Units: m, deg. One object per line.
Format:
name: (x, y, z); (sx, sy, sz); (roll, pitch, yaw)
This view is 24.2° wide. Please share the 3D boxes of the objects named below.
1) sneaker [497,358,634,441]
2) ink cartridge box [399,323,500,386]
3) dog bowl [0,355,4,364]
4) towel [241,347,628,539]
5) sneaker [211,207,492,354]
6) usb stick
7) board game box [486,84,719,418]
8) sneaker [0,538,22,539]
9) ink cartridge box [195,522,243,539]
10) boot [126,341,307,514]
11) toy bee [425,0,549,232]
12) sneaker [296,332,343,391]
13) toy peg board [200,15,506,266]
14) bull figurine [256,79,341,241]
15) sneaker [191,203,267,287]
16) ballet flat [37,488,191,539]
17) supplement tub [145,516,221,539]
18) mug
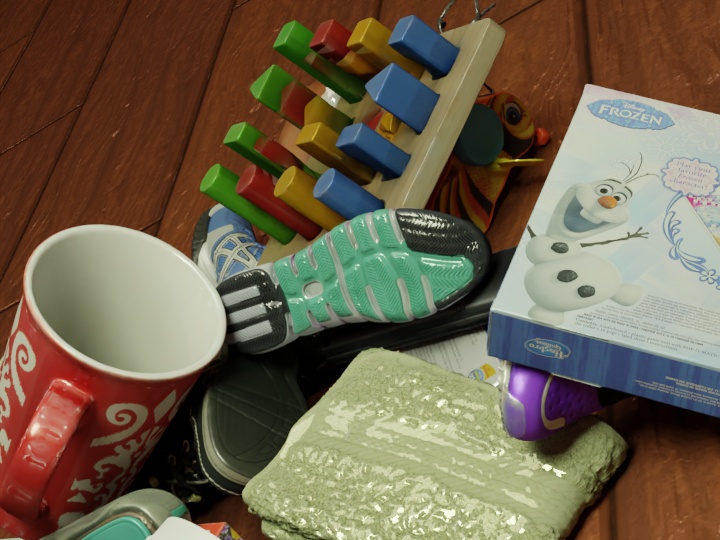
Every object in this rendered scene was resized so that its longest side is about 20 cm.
sneaker: (0.160, 0.037, 0.956); (0.100, 0.070, 0.200); (15, 36, 36)
ink cartridge box: (0.038, 0.093, 1.100); (0.200, 0.042, 0.119); (-37, 23, 8)
dog bowl: (-0.217, 0.078, 1.425); (0.200, 0.079, 0.200); (-31, 26, 17)
towel: (0.040, 0.120, 0.984); (0.200, 0.036, 0.148); (17, 57, 34)
sneaker: (0.000, 0.000, 1.121); (0.200, 0.074, 0.088); (-13, 4, 23)
usb stick: (0.049, 0.024, 1.126); (0.200, 0.033, 0.055); (-18, 38, 42)
board game box: (0.194, -0.008, 0.929); (0.200, 0.043, 0.199); (15, 48, 14)
sneaker: (-0.316, 0.259, 1.252); (0.200, 0.074, 0.118); (-13, 29, 39)
ink cartridge box: (-0.120, 0.219, 1.088); (0.200, 0.050, 0.109); (-13, 35, 44)
boot: (-0.104, 0.127, 1.156); (0.154, 0.073, 0.204); (-56, 16, 23)
toy bee: (0.100, -0.097, 1.292); (0.131, 0.109, 0.200); (32, 97, 55)
sneaker: (-0.049, 0.047, 1.279); (0.200, 0.076, 0.088); (-24, 17, 17)
toy peg board: (-0.019, -0.104, 1.240); (0.199, 0.098, 0.200); (-7, 54, 61)
bull figurine: (-0.042, -0.107, 1.434); (0.121, 0.065, 0.200); (-142, 68, -68)
sneaker: (-0.094, 0.007, 1.399); (0.077, 0.076, 0.200); (-26, 37, 13)
ballet flat: (-0.194, 0.202, 1.105); (0.200, 0.067, 0.064); (-28, 1, 21)
supplement tub: (-0.124, 0.251, 0.925); (0.200, 0.145, 0.145); (-50, 27, -21)
mug: (-0.201, 0.090, 1.118); (0.178, 0.133, 0.200); (-25, -26, -45)
